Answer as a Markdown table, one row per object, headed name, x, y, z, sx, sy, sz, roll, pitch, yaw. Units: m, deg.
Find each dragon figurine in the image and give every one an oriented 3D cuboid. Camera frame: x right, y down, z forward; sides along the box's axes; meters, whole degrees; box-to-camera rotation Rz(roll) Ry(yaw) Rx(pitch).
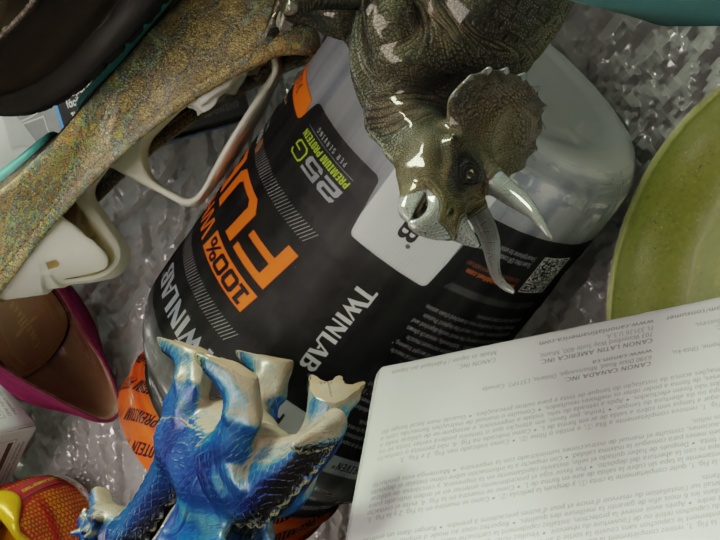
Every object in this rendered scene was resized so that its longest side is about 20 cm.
| name | x | y | z | sx | sy | sz | roll | pitch | yaw |
| --- | --- | --- | --- | --- | --- | --- | --- | --- | --- |
| dragon figurine | -0.041 | 0.079 | 0.747 | 0.200 | 0.058 | 0.100 | 11 | 92 | 65 |

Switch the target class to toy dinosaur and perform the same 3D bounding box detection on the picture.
| name | x | y | z | sx | sy | sz | roll | pitch | yaw |
| --- | --- | --- | --- | --- | --- | --- | --- | --- | --- |
| toy dinosaur | 0.031 | -0.098 | 0.740 | 0.077 | 0.102 | 0.201 | 135 | 156 | -72 |

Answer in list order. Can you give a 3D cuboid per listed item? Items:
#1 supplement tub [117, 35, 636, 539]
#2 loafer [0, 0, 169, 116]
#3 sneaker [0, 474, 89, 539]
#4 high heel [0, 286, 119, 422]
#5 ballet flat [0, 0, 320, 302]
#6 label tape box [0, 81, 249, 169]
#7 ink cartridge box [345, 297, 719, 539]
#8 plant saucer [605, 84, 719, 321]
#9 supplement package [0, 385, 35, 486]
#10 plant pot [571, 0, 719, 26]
| name | x | y | z | sx | sy | sz | roll | pitch | yaw |
| --- | --- | --- | --- | --- | --- | --- | --- | --- | --- |
| supplement tub | 0.000 | 0.000 | 0.848 | 0.123 | 0.122 | 0.200 | 49 | 117 | 26 |
| loafer | -0.085 | -0.128 | 0.790 | 0.071 | 0.073 | 0.200 | 42 | 127 | -15 |
| sneaker | -0.171 | 0.184 | 1.007 | 0.073 | 0.077 | 0.202 | 19 | 103 | 33 |
| high heel | -0.149 | 0.002 | 0.929 | 0.096 | 0.200 | 0.068 | 37 | 83 | 17 |
| ballet flat | -0.094 | -0.037 | 0.851 | 0.200 | 0.071 | 0.071 | -44 | 64 | 3 |
| label tape box | -0.137 | -0.140 | 0.949 | 0.144 | 0.063 | 0.202 | -13 | 95 | 47 |
| ink cartridge box | 0.071 | 0.097 | 0.709 | 0.160 | 0.050 | 0.201 | -12 | 40 | 20 |
| plant saucer | 0.176 | 0.021 | 0.774 | 0.199 | 0.031 | 0.202 | 0 | 89 | 36 |
| supplement package | -0.266 | 0.065 | 1.040 | 0.200 | 0.110 | 0.156 | 49 | 128 | 27 |
| plant pot | 0.177 | -0.146 | 0.705 | 0.198 | 0.141 | 0.143 | 6 | 94 | 24 |
